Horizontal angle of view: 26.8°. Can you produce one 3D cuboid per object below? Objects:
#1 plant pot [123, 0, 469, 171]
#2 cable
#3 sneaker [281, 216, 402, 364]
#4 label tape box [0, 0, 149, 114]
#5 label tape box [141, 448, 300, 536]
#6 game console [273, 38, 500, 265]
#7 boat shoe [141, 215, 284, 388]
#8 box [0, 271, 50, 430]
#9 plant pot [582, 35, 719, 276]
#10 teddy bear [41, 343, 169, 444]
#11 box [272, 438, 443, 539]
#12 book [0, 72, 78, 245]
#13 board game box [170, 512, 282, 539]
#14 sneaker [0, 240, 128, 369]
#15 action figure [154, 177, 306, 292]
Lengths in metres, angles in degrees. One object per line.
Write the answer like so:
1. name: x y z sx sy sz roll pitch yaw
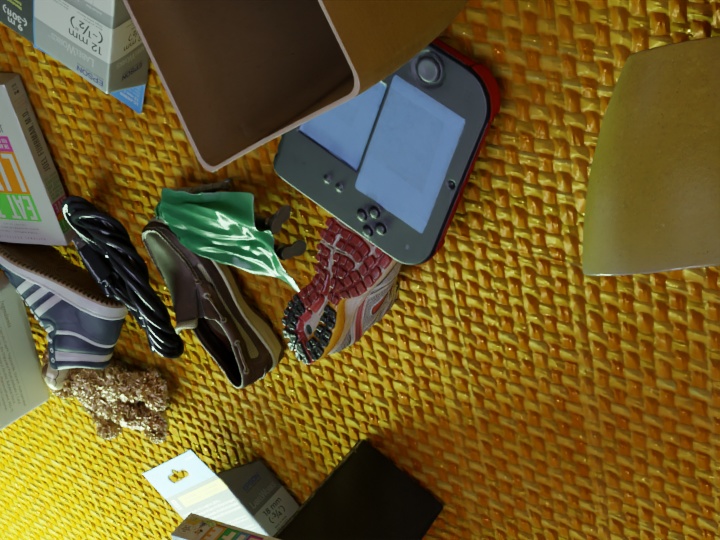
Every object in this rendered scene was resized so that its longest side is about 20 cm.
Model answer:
1. plant pot: -0.041 -0.217 1.111 0.200 0.177 0.200 -21 96 50
2. cable: -0.243 0.005 1.598 0.200 0.051 0.163 55 163 7
3. sneaker: 0.000 0.000 1.388 0.078 0.082 0.200 53 132 22
4. label tape box: -0.269 -0.239 1.418 0.143 0.066 0.200 34 140 15
5. label tape box: -0.147 0.281 1.787 0.200 0.063 0.144 51 143 -7
6. game console: 0.017 -0.117 1.257 0.177 0.031 0.200 33 128 15
7. boat shoe: -0.163 0.035 1.563 0.202 0.075 0.075 50 143 -5
8. box: -0.516 0.086 1.841 0.199 0.171 0.200 32 142 36
9. plant pot: 0.238 -0.081 1.007 0.200 0.200 0.142 -6 93 46
10. teddy bear: -0.307 0.139 1.804 0.200 0.067 0.145 35 140 13
11. box: -0.035 0.319 1.604 0.123 0.198 0.200 38 142 8
12. book: -0.393 -0.124 1.665 0.133 0.048 0.200 7 127 35
13. board game box: -0.097 0.336 1.487 0.134 0.034 0.200 8 129 37
14. sneaker: -0.355 0.041 1.728 0.200 0.070 0.109 27 118 23
15. action figure: -0.138 -0.048 1.481 0.200 0.055 0.118 15 135 44
